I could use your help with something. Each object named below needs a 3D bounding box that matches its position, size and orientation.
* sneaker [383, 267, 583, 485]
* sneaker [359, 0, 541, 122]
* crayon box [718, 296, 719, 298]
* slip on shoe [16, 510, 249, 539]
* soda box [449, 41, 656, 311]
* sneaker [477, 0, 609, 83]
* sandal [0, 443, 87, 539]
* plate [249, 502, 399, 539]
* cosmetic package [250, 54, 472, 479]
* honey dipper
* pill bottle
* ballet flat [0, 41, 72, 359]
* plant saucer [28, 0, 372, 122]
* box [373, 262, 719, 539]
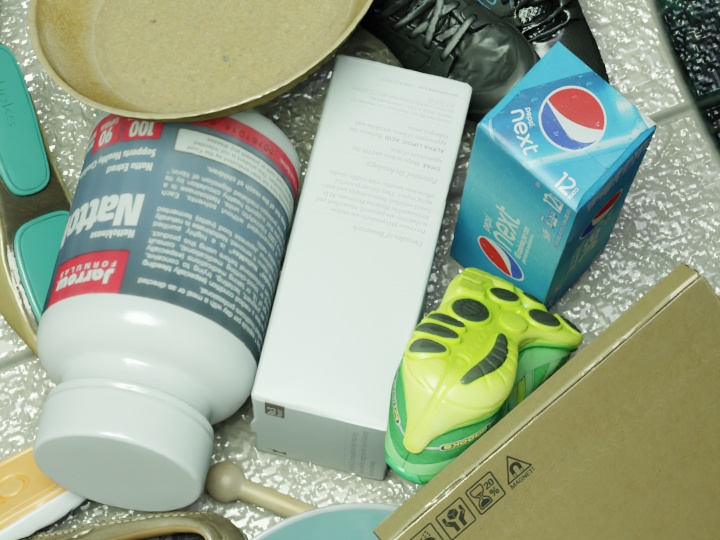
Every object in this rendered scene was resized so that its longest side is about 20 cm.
[{"bbox_3d":[0.055,0.054,1.059,0.074,0.200,0.084,33,111,14],"label":"sneaker"},{"bbox_3d":[0.014,-0.158,1.159,0.060,0.104,0.200,-49,54,2],"label":"sneaker"},{"bbox_3d":[0.167,0.090,1.105,0.199,0.051,0.127,-30,45,-12],"label":"crayon box"},{"bbox_3d":[-0.154,0.170,1.074,0.198,0.061,0.077,-12,73,9],"label":"slip on shoe"},{"bbox_3d":[0.097,-0.040,1.093,0.068,0.200,0.064,41,75,11],"label":"soda box"},{"bbox_3d":[0.085,-0.167,1.197,0.073,0.082,0.201,-25,76,-12],"label":"sneaker"},{"bbox_3d":[-0.228,0.126,1.090,0.206,0.060,0.079,-33,32,-18],"label":"sandal"},{"bbox_3d":[-0.007,0.219,1.069,0.198,0.026,0.203,0,92,-18],"label":"plate"},{"bbox_3d":[0.000,0.000,1.125,0.080,0.113,0.202,12,73,2],"label":"cosmetic package"},{"bbox_3d":[0.009,0.146,1.120,0.198,0.038,0.038,21,72,10],"label":"honey dipper"},{"bbox_3d":[-0.106,0.016,1.095,0.118,0.120,0.202,10,61,2],"label":"pill bottle"},{"bbox_3d":[-0.192,-0.030,1.154,0.068,0.063,0.202,-16,89,-49],"label":"ballet flat"},{"bbox_3d":[-0.077,-0.146,1.099,0.198,0.036,0.202,-9,51,11],"label":"plant saucer"},{"bbox_3d":[0.125,0.120,1.011,0.200,0.021,0.164,-40,117,-7],"label":"box"}]
